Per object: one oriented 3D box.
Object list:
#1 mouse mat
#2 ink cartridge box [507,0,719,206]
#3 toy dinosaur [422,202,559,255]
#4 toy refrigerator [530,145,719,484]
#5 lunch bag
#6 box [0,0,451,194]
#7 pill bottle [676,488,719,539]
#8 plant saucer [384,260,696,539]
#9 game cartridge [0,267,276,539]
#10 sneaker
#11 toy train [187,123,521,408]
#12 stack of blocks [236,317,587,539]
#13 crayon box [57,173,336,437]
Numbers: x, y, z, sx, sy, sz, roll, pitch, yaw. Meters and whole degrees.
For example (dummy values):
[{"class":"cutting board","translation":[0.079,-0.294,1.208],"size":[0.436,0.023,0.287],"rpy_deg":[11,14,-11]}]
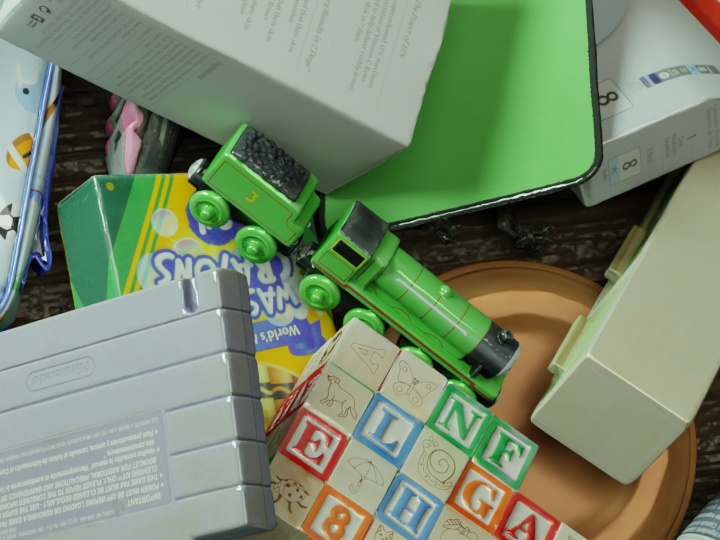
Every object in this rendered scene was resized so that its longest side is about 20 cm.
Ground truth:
[{"class":"mouse mat","translation":[0.050,-0.116,1.231],"size":[0.160,0.008,0.201],"rpy_deg":[-13,58,23]},{"class":"ink cartridge box","translation":[0.168,-0.133,1.256],"size":[0.199,0.047,0.160],"rpy_deg":[-25,47,-11]},{"class":"toy dinosaur","translation":[0.061,-0.054,1.263],"size":[0.199,0.048,0.088],"rpy_deg":[-7,59,-10]},{"class":"toy refrigerator","translation":[0.165,0.007,1.217],"size":[0.070,0.076,0.200],"rpy_deg":[33,55,-1]},{"class":"lunch bag","translation":[-0.233,-0.054,1.200],"size":[0.159,0.076,0.201],"rpy_deg":[11,73,-9]},{"class":"box","translation":[-0.064,-0.143,1.167],"size":[0.199,0.097,0.125],"rpy_deg":[26,66,-20]},{"class":"pill bottle","translation":[0.199,0.186,1.184],"size":[0.120,0.120,0.200],"rpy_deg":[42,73,3]},{"class":"plant saucer","translation":[0.085,0.089,1.233],"size":[0.199,0.037,0.201],"rpy_deg":[3,74,-9]},{"class":"game cartridge","translation":[-0.133,0.085,1.122],"size":[0.199,0.038,0.130],"rpy_deg":[-15,78,30]},{"class":"sneaker","translation":[-0.072,-0.124,1.250],"size":[0.095,0.079,0.201],"rpy_deg":[25,74,-14]},{"class":"toy train","translation":[0.000,0.000,1.176],"size":[0.200,0.056,0.042],"rpy_deg":[37,42,-9]},{"class":"stack of blocks","translation":[0.042,0.131,1.147],"size":[0.200,0.059,0.115],"rpy_deg":[35,58,-7]},{"class":"crayon box","translation":[-0.073,0.051,1.188],"size":[0.125,0.052,0.201],"rpy_deg":[-4,75,-33]}]
